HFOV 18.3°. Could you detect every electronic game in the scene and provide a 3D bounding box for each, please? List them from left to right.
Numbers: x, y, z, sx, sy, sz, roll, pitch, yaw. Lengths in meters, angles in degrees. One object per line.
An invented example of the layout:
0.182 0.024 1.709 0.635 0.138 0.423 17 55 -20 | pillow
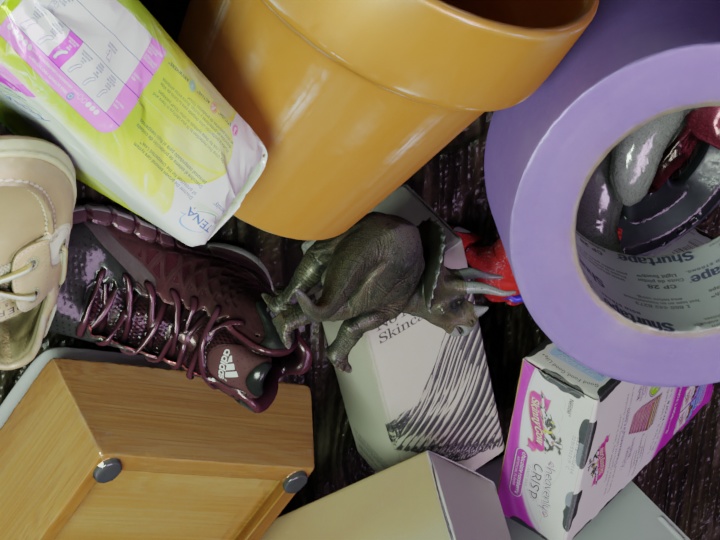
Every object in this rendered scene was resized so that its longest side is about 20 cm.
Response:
0.175 -0.088 1.426 0.199 0.042 0.201 -16 128 -21 | electronic game

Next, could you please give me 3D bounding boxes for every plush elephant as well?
0.201 -0.099 1.286 0.165 0.153 0.202 -61 153 -67 | plush elephant

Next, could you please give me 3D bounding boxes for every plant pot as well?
-0.009 -0.122 1.145 0.199 0.201 0.184 2 136 -41 | plant pot

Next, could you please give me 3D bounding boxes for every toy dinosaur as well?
0.000 0.000 1.231 0.102 0.077 0.200 -42 156 8 | toy dinosaur

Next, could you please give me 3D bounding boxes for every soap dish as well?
-0.132 0.127 1.290 0.199 0.081 0.158 9 127 -46 | soap dish

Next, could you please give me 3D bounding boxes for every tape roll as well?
0.169 -0.045 1.177 0.198 0.085 0.201 -4 120 -6 | tape roll

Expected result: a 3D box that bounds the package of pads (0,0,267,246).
-0.146 -0.103 1.051 0.068 0.154 0.200 -53 141 -8 | package of pads

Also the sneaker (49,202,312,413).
-0.102 0.026 1.226 0.199 0.115 0.076 6 118 -43 | sneaker

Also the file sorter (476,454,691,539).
0.106 0.227 1.552 0.199 0.139 0.125 -25 138 -23 | file sorter

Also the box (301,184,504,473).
0.029 0.050 1.394 0.082 0.068 0.201 -31 138 -15 | box

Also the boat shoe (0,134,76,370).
-0.172 -0.007 1.075 0.072 0.065 0.200 -2 160 -9 | boat shoe

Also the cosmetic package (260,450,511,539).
-0.011 0.190 1.400 0.199 0.072 0.105 -25 153 19 | cosmetic package

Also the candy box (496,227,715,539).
0.174 0.074 1.493 0.200 0.061 0.137 -38 147 -42 | candy box

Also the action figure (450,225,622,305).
0.145 0.004 1.409 0.198 0.052 0.066 12 146 -7 | action figure
